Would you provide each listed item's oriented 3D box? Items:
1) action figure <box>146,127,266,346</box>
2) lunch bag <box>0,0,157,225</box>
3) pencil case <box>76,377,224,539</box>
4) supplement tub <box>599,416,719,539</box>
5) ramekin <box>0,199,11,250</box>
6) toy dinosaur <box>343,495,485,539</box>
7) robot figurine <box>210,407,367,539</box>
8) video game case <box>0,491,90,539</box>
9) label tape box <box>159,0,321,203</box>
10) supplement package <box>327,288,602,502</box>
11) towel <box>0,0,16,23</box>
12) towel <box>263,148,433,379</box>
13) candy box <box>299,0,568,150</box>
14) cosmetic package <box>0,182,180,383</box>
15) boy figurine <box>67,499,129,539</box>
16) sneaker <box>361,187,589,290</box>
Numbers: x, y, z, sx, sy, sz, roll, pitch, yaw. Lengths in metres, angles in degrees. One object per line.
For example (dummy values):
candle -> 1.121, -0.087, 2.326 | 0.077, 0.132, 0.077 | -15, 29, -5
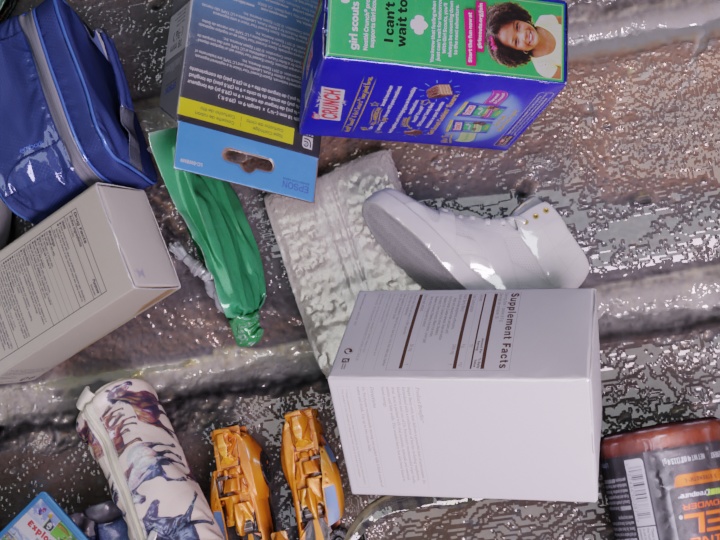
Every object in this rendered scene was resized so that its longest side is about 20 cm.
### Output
action figure -> -0.133, -0.027, 0.986 | 0.054, 0.118, 0.203 | -24, 84, 29
lunch bag -> -0.276, -0.153, 1.007 | 0.131, 0.136, 0.203 | -24, 75, 5
pencil case -> -0.182, 0.188, 0.930 | 0.078, 0.089, 0.201 | -39, 58, 10
supplement tub -> 0.257, 0.224, 0.854 | 0.105, 0.107, 0.204 | -11, 78, 8
ramekin -> -0.397, -0.090, 0.990 | 0.096, 0.201, 0.204 | -11, 78, 0
toy dinosaur -> 0.064, 0.173, 0.917 | 0.197, 0.048, 0.089 | -16, 44, -9
robot figurine -> -0.067, 0.230, 0.937 | 0.142, 0.058, 0.204 | -15, 77, 10
video game case -> -0.287, 0.303, 0.879 | 0.143, 0.018, 0.200 | 40, 75, 19
label tape box -> -0.104, -0.169, 0.976 | 0.142, 0.063, 0.204 | 12, 79, -30
supplement package -> 0.089, 0.096, 0.856 | 0.196, 0.120, 0.123 | -1, 123, 15
towel -> -0.466, -0.264, 1.123 | 0.198, 0.022, 0.148 | 26, 84, 16
towel -> 0.000, 0.000, 0.981 | 0.130, 0.034, 0.203 | -20, 76, 5
candy box -> 0.053, -0.168, 0.904 | 0.196, 0.169, 0.079 | 3, 77, -10
cosmetic package -> -0.269, 0.015, 0.977 | 0.198, 0.071, 0.107 | -28, 77, 23
boy figurine -> -0.220, 0.311, 0.948 | 0.122, 0.065, 0.203 | -16, 75, 1
sneaker -> 0.104, -0.029, 0.934 | 0.199, 0.074, 0.116 | 38, 70, -3
